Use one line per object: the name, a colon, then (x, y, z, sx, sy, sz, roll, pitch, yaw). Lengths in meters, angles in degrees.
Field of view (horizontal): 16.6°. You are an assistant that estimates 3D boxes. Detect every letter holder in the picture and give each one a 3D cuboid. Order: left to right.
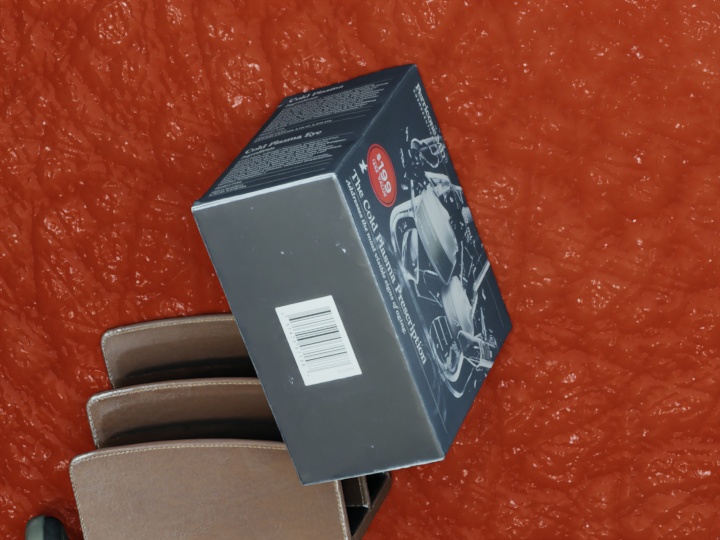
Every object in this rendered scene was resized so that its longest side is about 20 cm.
letter holder: (-0.095, 0.112, 1.704, 0.198, 0.101, 0.143, -3, 112, 20)

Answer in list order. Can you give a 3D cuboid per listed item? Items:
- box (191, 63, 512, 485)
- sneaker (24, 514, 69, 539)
box: (0.000, 0.000, 1.568, 0.103, 0.182, 0.201, -13, 111, 23)
sneaker: (-0.181, 0.267, 1.828, 0.113, 0.076, 0.201, -17, 93, 2)
